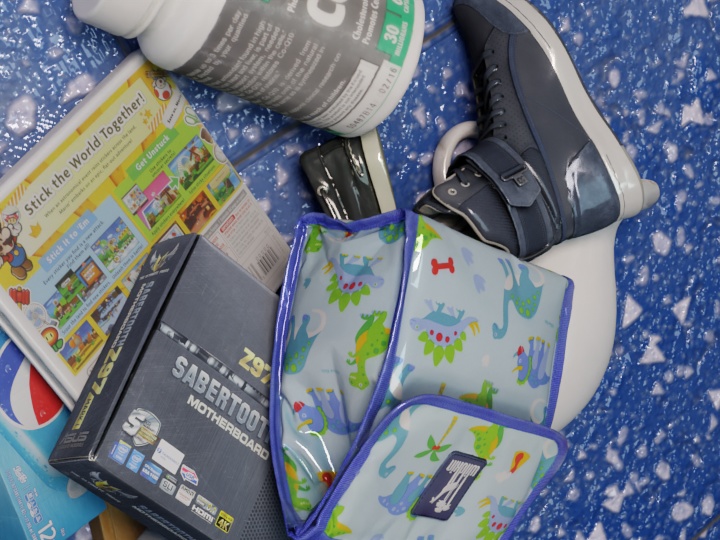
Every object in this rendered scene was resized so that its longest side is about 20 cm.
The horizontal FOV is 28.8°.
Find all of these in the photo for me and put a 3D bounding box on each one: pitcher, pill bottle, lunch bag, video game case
[{"bbox_3d":[0.109,0.004,1.011,0.171,0.121,0.200,23,76,-9],"label":"pitcher"},{"bbox_3d":[-0.069,-0.165,0.875,0.200,0.113,0.113,18,90,-30],"label":"pill bottle"},{"bbox_3d":[0.036,0.079,0.861,0.170,0.127,0.200,21,76,-42],"label":"lunch bag"},{"bbox_3d":[-0.141,-0.010,0.872,0.182,0.023,0.200,56,49,-24],"label":"video game case"}]

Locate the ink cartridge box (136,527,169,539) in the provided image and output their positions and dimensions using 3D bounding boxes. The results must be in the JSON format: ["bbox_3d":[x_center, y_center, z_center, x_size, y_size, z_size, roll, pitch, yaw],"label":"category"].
[{"bbox_3d":[-0.037,0.176,0.956,0.200,0.044,0.174,-50,121,-36],"label":"ink cartridge box"}]

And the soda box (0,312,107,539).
[{"bbox_3d":[-0.227,0.072,0.848,0.064,0.068,0.200,-36,116,-45],"label":"soda box"}]

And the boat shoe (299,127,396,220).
[{"bbox_3d":[0.000,0.001,0.971,0.066,0.075,0.200,-11,116,2],"label":"boat shoe"}]

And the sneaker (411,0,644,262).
[{"bbox_3d":[0.082,-0.097,0.955,0.146,0.077,0.202,-26,74,-16],"label":"sneaker"}]

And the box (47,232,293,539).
[{"bbox_3d":[-0.074,0.097,0.864,0.200,0.051,0.158,42,55,-31],"label":"box"}]

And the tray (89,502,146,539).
[{"bbox_3d":[-0.134,0.141,0.938,0.099,0.037,0.200,-17,107,-25],"label":"tray"}]
